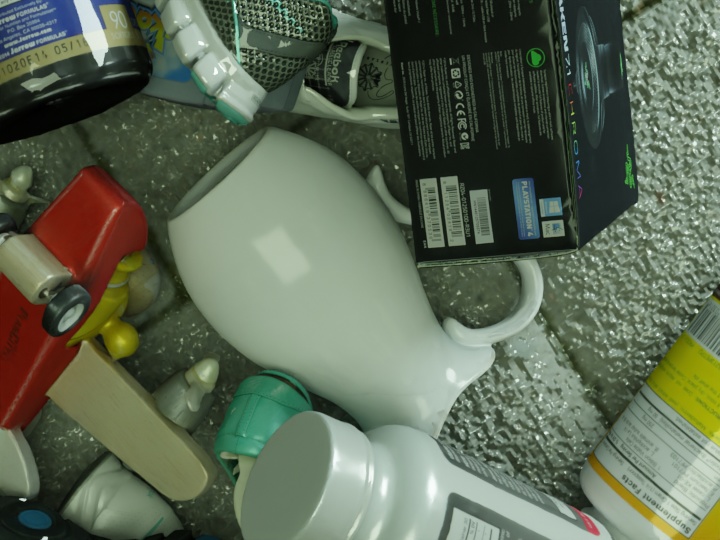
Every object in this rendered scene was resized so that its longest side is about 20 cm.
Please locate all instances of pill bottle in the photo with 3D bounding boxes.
[{"bbox_3d":[0.037,0.151,1.111,0.199,0.111,0.111,28,98,-29],"label":"pill bottle"},{"bbox_3d":[0.203,0.107,1.190,0.109,0.109,0.201,36,97,-4],"label":"pill bottle"},{"bbox_3d":[-0.195,-0.179,1.102,0.111,0.112,0.202,-20,88,4],"label":"pill bottle"}]

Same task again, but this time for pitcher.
[{"bbox_3d":[0.000,0.000,1.185,0.200,0.121,0.172,47,71,-12],"label":"pitcher"}]

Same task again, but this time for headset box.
[{"bbox_3d":[0.088,-0.106,1.122,0.092,0.200,0.176,-5,97,18],"label":"headset box"}]

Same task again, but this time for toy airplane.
[{"bbox_3d":[-0.173,0.034,1.184,0.198,0.141,0.202,-2,111,42],"label":"toy airplane"}]

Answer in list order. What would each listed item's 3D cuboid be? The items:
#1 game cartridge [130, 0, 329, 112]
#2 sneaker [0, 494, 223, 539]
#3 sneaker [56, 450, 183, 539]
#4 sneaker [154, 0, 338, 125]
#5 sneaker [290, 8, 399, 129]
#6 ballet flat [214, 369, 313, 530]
[{"bbox_3d":[-0.111,-0.167,1.154,0.199,0.040,0.135,21,101,24],"label":"game cartridge"},{"bbox_3d":[-0.166,0.187,1.165,0.198,0.073,0.083,14,116,-9],"label":"sneaker"},{"bbox_3d":[-0.183,0.211,1.232,0.080,0.070,0.201,36,97,-7],"label":"sneaker"},{"bbox_3d":[-0.079,-0.180,1.092,0.091,0.078,0.201,-30,80,4],"label":"sneaker"},{"bbox_3d":[-0.044,-0.125,1.176,0.198,0.081,0.077,9,102,4],"label":"sneaker"},{"bbox_3d":[-0.043,0.148,1.180,0.067,0.071,0.201,10,137,30],"label":"ballet flat"}]
